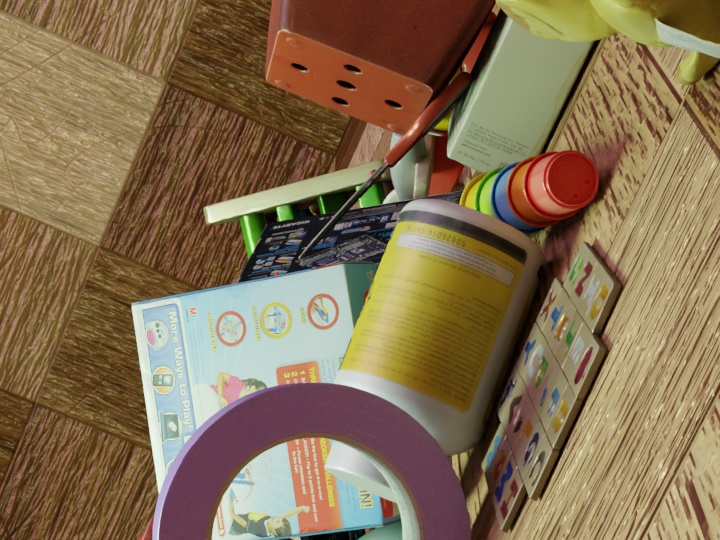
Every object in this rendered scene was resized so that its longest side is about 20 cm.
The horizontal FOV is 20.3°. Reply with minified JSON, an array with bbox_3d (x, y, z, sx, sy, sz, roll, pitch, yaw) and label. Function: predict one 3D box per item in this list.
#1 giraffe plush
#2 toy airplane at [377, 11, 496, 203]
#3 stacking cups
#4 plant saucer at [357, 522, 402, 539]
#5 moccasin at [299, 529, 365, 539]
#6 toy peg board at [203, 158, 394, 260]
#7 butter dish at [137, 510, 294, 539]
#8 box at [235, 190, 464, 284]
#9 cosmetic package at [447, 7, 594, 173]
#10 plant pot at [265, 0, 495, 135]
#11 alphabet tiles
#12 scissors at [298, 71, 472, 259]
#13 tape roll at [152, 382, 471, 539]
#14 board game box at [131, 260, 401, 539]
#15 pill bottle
[{"bbox_3d":[0.166,-0.223,1.174,0.163,0.199,0.173,-63,-19,-9],"label":"giraffe plush"},{"bbox_3d":[0.058,-0.128,1.843,0.200,0.140,0.200,132,159,-71],"label":"toy airplane"},{"bbox_3d":[0.119,-0.057,1.440,0.200,0.060,0.061,146,147,-79],"label":"stacking cups"},{"bbox_3d":[-0.017,0.275,1.532,0.201,0.038,0.202,-158,90,-83],"label":"plant saucer"},{"bbox_3d":[-0.032,0.166,1.634,0.080,0.201,0.068,-25,26,0],"label":"moccasin"},{"bbox_3d":[-0.021,-0.043,2.024,0.199,0.199,0.098,-9,-94,-68],"label":"toy peg board"},{"bbox_3d":[-0.146,0.300,1.691,0.147,0.199,0.200,3,67,56],"label":"butter dish"},{"bbox_3d":[0.000,0.000,1.655,0.159,0.199,0.046,-69,-34,-59],"label":"box"},{"bbox_3d":[0.142,-0.181,1.636,0.104,0.073,0.201,-80,15,-65],"label":"cosmetic package"},{"bbox_3d":[0.018,-0.229,1.670,0.200,0.199,0.177,120,170,-75],"label":"plant pot"},{"bbox_3d":[0.117,0.070,1.268,0.200,0.006,0.167,-100,34,-78],"label":"alphabet tiles"},{"bbox_3d":[0.019,-0.087,1.641,0.200,0.014,0.073,-45,-2,-14],"label":"scissors"},{"bbox_3d":[-0.032,0.172,1.285,0.066,0.199,0.201,154,139,-81],"label":"tape roll"},{"bbox_3d":[-0.070,0.107,1.555,0.056,0.195,0.201,-1,-98,-63],"label":"board game box"},{"bbox_3d":[0.047,0.060,1.410,0.112,0.111,0.201,142,151,-77],"label":"pill bottle"}]
